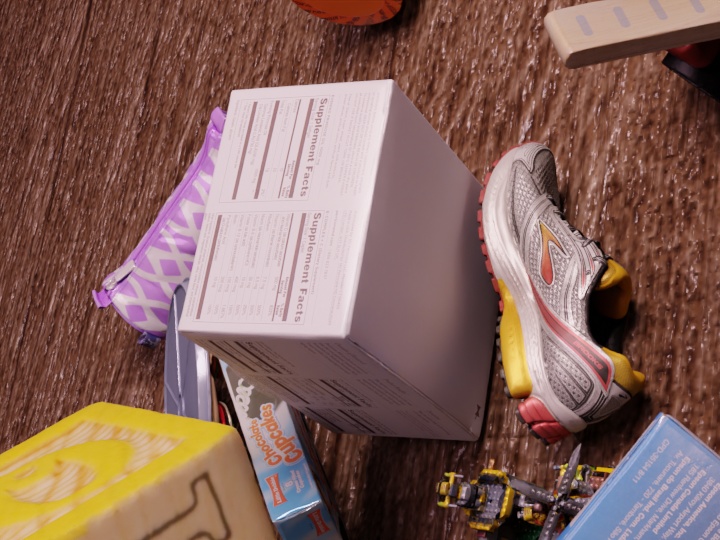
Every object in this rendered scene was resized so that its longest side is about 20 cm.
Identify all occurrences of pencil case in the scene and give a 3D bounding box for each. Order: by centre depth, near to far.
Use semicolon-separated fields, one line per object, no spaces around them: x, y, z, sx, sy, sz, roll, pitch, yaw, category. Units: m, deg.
-0.142;-0.037;1.223;0.201;0.085;0.084;-54;37;13;pencil case

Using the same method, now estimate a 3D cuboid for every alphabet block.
-0.170;0.223;0.954;0.194;0.196;0.202;2;115;50;alphabet block

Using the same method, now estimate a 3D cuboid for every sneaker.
0.127;0.006;0.890;0.082;0.078;0.202;-23;55;24;sneaker

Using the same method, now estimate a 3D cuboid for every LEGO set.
0.072;0.188;0.803;0.153;0.115;0.202;10;78;52;LEGO set

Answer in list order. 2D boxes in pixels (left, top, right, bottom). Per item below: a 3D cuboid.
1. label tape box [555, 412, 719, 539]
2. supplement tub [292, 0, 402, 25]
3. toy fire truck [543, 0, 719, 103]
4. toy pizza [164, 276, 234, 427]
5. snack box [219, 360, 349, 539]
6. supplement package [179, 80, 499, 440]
0.174;0.186;0.683;0.200;0.063;0.144;40;91;11;label tape box
0.002;-0.307;1.166;0.122;0.122;0.202;-12;61;47;supplement tub
0.184;-0.138;0.781;0.129;0.199;0.176;-56;38;11;toy fire truck
-0.121;0.106;1.107;0.200;0.031;0.202;180;90;-75;toy pizza
-0.052;0.122;0.997;0.037;0.117;0.201;-23;45;-1;snack box
0.000;0.000;0.901;0.110;0.200;0.157;1;68;27;supplement package
